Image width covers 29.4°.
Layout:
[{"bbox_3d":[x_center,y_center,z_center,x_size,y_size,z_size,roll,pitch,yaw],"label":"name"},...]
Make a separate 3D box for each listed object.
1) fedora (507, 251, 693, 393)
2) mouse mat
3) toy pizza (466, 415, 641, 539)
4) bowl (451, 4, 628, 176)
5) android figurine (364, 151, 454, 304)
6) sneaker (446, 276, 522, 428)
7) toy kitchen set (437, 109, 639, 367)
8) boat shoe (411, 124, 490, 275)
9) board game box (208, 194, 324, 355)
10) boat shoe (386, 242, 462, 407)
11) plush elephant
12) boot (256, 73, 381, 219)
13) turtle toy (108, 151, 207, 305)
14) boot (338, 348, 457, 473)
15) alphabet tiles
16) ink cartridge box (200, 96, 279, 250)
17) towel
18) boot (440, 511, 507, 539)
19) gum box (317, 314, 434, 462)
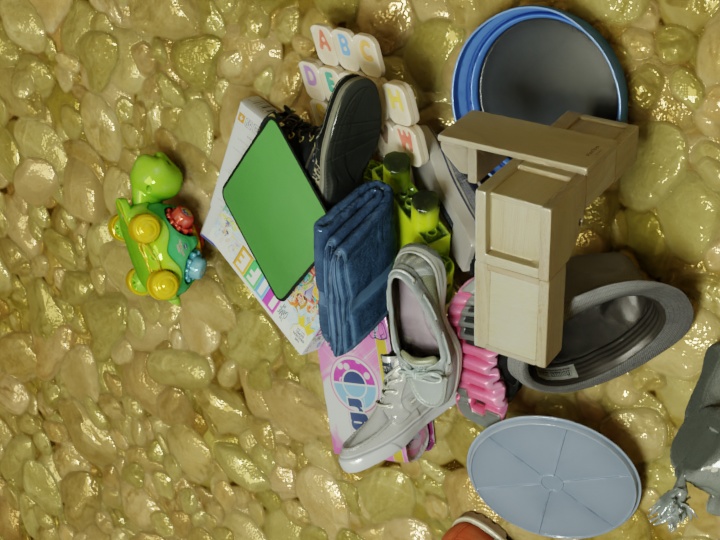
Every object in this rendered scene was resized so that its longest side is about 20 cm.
[{"bbox_3d":[0.240,0.044,1.444,0.199,0.177,0.091,-32,51,17],"label":"fedora"},{"bbox_3d":[-0.096,-0.067,1.570,0.162,0.007,0.200,61,148,11],"label":"mouse mat"},{"bbox_3d":[0.219,0.230,1.553,0.199,0.032,0.201,11,133,12],"label":"toy pizza"},{"bbox_3d":[0.190,-0.180,1.447,0.199,0.039,0.202,13,115,31],"label":"bowl"},{"bbox_3d":[0.053,-0.039,1.544,0.183,0.041,0.201,56,161,28],"label":"android figurine"},{"bbox_3d":[0.151,0.077,1.531,0.079,0.095,0.201,24,133,32],"label":"sneaker"},{"bbox_3d":[0.160,-0.049,1.375,0.162,0.200,0.182,17,126,29],"label":"toy kitchen set"},{"bbox_3d":[0.126,-0.085,1.518,0.075,0.092,0.201,105,148,-54],"label":"boat shoe"},{"bbox_3d":[-0.090,-0.018,1.642,0.200,0.034,0.135,50,130,20],"label":"board game box"},{"bbox_3d":[0.063,0.069,1.479,0.074,0.065,0.203,12,127,26],"label":"boat shoe"},{"bbox_3d":[0.399,0.202,1.379,0.201,0.154,0.165,-59,23,2],"label":"plush elephant"},{"bbox_3d":[-0.054,-0.151,1.526,0.154,0.073,0.205,43,138,36],"label":"boot"},{"bbox_3d":[-0.261,-0.051,1.779,0.146,0.101,0.201,8,115,65],"label":"turtle toy"},{"bbox_3d":[0.040,0.140,1.578,0.096,0.200,0.073,61,158,-18],"label":"boot"},{"bbox_3d":[0.001,-0.180,1.548,0.199,0.015,0.197,24,138,49],"label":"alphabet tiles"},{"bbox_3d":[-0.096,-0.078,1.686,0.197,0.047,0.201,37,128,24],"label":"ink cartridge box"},{"bbox_3d":[0.000,0.000,1.504,0.048,0.112,0.201,32,148,27],"label":"towel"},{"bbox_3d":[0.173,0.376,1.626,0.199,0.107,0.075,29,120,22],"label":"boot"},{"bbox_3d":[0.017,0.136,1.673,0.113,0.066,0.202,3,109,37],"label":"gum box"}]
